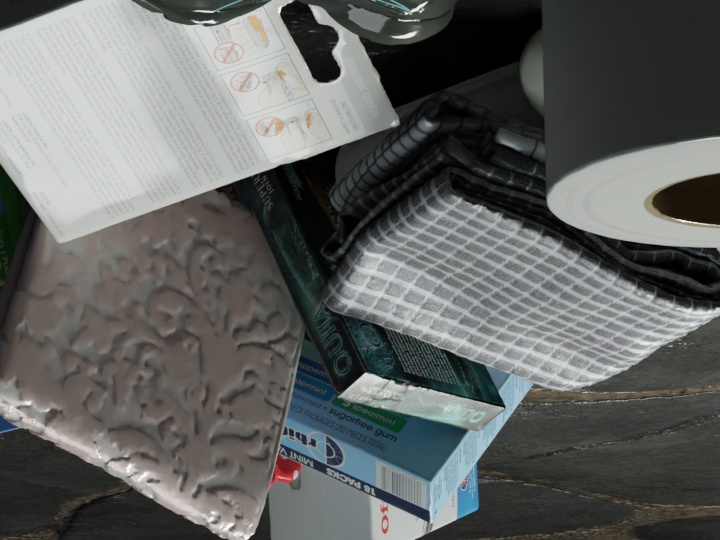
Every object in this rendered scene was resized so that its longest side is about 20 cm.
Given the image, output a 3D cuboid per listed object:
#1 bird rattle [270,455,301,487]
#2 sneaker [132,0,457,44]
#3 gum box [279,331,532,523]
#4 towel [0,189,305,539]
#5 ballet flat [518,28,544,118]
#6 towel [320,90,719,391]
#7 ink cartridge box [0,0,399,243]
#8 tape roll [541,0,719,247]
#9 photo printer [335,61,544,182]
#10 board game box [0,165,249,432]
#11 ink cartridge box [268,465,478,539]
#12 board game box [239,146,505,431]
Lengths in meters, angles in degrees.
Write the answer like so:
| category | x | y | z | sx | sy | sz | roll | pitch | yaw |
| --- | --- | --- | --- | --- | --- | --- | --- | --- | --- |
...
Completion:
| category | x | y | z | sx | sy | sz | roll | pitch | yaw |
| --- | --- | --- | --- | --- | --- | --- | --- | --- | --- |
| bird rattle | -0.059 | 0.041 | 1.638 | 0.163 | 0.201 | 0.113 | -21 | -178 | -36 |
| sneaker | -0.028 | -0.155 | 1.085 | 0.199 | 0.076 | 0.079 | 1 | 154 | -35 |
| gum box | 0.021 | 0.048 | 1.526 | 0.170 | 0.200 | 0.045 | 23 | 139 | 22 |
| towel | -0.117 | 0.031 | 1.371 | 0.200 | 0.192 | 0.032 | 33 | 147 | -33 |
| ballet flat | 0.174 | -0.079 | 1.306 | 0.200 | 0.070 | 0.069 | 28 | 152 | -34 |
| towel | 0.089 | -0.009 | 1.335 | 0.199 | 0.086 | 0.166 | 21 | 154 | -18 |
| ink cartridge box | -0.100 | -0.104 | 1.230 | 0.199 | 0.050 | 0.161 | -21 | 140 | 7 |
| tape roll | 0.185 | -0.100 | 1.137 | 0.202 | 0.140 | 0.203 | 0 | 166 | 0 |
| photo printer | 0.108 | -0.065 | 1.422 | 0.166 | 0.070 | 0.200 | 12 | 161 | -36 |
| board game box | -0.143 | 0.001 | 1.407 | 0.200 | 0.152 | 0.037 | -12 | 179 | -44 |
| ink cartridge box | 0.011 | 0.126 | 1.796 | 0.086 | 0.147 | 0.200 | -1 | -175 | 24 |
| board game box | 0.000 | 0.000 | 1.443 | 0.028 | 0.200 | 0.135 | -42 | 145 | 25 |
